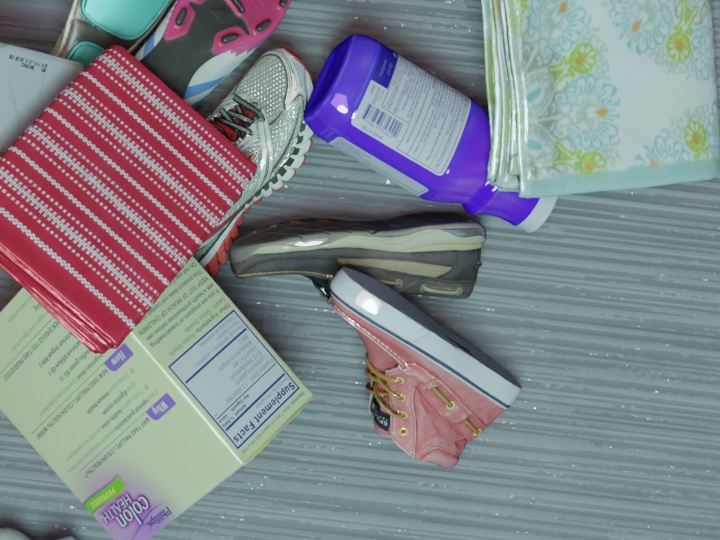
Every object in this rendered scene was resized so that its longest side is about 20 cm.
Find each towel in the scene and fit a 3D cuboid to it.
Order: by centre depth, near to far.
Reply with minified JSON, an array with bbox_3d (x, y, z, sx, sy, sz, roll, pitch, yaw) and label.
[{"bbox_3d":[-0.174,-0.053,1.213,0.144,0.022,0.200,41,53,-7],"label":"towel"},{"bbox_3d":[0.180,-0.145,1.298,0.198,0.048,0.173,-5,96,-25],"label":"towel"}]

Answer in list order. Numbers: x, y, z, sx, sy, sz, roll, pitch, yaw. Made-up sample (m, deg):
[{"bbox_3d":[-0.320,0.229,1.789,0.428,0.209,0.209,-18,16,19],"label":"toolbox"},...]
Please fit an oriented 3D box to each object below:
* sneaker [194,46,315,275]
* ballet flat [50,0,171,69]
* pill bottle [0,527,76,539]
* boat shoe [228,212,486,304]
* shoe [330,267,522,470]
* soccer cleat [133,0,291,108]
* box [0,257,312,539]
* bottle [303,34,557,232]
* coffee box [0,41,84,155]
[{"bbox_3d":[-0.104,-0.079,1.312,0.078,0.082,0.201,34,92,34],"label":"sneaker"},{"bbox_3d":[-0.202,-0.182,1.330,0.067,0.062,0.201,32,92,-28],"label":"ballet flat"},{"bbox_3d":[-0.306,0.264,1.336,0.198,0.111,0.112,-16,93,2],"label":"pill bottle"},{"bbox_3d":[0.000,0.000,1.320,0.198,0.075,0.074,-3,101,-9],"label":"boat shoe"},{"bbox_3d":[0.031,0.079,1.300,0.200,0.071,0.091,34,98,-39],"label":"shoe"},{"bbox_3d":[-0.132,-0.165,1.332,0.070,0.086,0.200,45,70,-7],"label":"soccer cleat"},{"bbox_3d":[-0.167,0.078,1.285,0.200,0.097,0.176,49,133,0],"label":"box"},{"bbox_3d":[0.057,-0.096,1.311,0.199,0.065,0.084,29,68,-17],"label":"bottle"},{"bbox_3d":[-0.319,-0.140,1.278,0.198,0.114,0.081,15,94,25],"label":"coffee box"}]
